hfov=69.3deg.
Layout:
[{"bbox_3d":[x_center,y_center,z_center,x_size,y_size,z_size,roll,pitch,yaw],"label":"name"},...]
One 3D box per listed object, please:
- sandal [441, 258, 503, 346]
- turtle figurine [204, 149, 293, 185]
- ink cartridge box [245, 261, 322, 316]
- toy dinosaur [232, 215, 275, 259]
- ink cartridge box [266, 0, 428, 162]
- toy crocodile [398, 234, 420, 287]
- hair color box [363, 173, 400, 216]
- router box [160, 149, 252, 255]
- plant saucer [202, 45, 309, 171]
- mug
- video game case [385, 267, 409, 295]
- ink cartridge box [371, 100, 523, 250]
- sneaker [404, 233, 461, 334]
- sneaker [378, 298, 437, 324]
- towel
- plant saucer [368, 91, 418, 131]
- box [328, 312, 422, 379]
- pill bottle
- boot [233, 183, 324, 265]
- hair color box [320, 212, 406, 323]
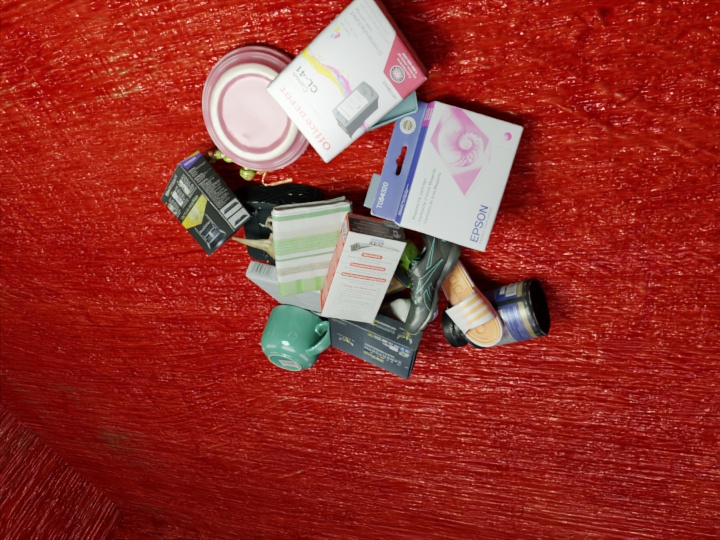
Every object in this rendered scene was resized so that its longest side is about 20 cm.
[{"bbox_3d":[0.191,0.056,1.001,0.079,0.059,0.209,-41,69,29],"label":"sandal"},{"bbox_3d":[-0.212,-0.232,0.960,0.196,0.065,0.164,11,128,25],"label":"turtle figurine"},{"bbox_3d":[-0.128,0.050,1.174,0.193,0.044,0.200,11,161,25],"label":"ink cartridge box"},{"bbox_3d":[-0.162,-0.052,1.007,0.195,0.059,0.102,10,141,-2],"label":"toy dinosaur"},{"bbox_3d":[-0.018,-0.284,0.773,0.199,0.086,0.148,-35,108,21],"label":"ink cartridge box"},{"bbox_3d":[0.105,-0.016,1.052,0.067,0.062,0.201,0,137,45],"label":"toy crocodile"},{"bbox_3d":[0.109,-0.108,0.920,0.196,0.099,0.062,19,96,3],"label":"hair color box"},{"bbox_3d":[-0.314,-0.127,1.047,0.158,0.052,0.199,51,149,-11],"label":"router box"},{"bbox_3d":[-0.172,-0.265,0.871,0.196,0.051,0.205,1,114,2],"label":"plant saucer"},{"bbox_3d":[-0.160,0.168,1.257,0.150,0.116,0.185,26,150,-13],"label":"mug"},{"bbox_3d":[-0.017,-0.006,1.090,0.180,0.026,0.199,42,147,-15],"label":"video game case"},{"bbox_3d":[0.133,-0.155,0.829,0.196,0.043,0.200,16,99,4],"label":"ink cartridge box"},{"bbox_3d":[0.118,0.022,0.993,0.078,0.075,0.204,20,98,-13],"label":"sneaker"},{"bbox_3d":[0.095,0.100,1.155,0.112,0.074,0.199,-3,176,-30],"label":"sneaker"},{"bbox_3d":[-0.089,-0.042,0.974,0.146,0.031,0.203,-8,133,-13],"label":"towel"},{"bbox_3d":[0.006,-0.259,0.857,0.197,0.072,0.019,-13,169,30],"label":"plant saucer"},{"bbox_3d":[0.028,0.147,1.114,0.197,0.052,0.159,23,151,12],"label":"box"},{"bbox_3d":[0.269,0.095,1.051,0.197,0.113,0.112,-18,124,34],"label":"pill bottle"},{"bbox_3d":[-0.156,-0.089,1.068,0.195,0.077,0.170,4,137,12],"label":"boot"},{"bbox_3d":[0.000,0.000,0.973,0.109,0.065,0.202,9,128,-16],"label":"hair color box"}]
